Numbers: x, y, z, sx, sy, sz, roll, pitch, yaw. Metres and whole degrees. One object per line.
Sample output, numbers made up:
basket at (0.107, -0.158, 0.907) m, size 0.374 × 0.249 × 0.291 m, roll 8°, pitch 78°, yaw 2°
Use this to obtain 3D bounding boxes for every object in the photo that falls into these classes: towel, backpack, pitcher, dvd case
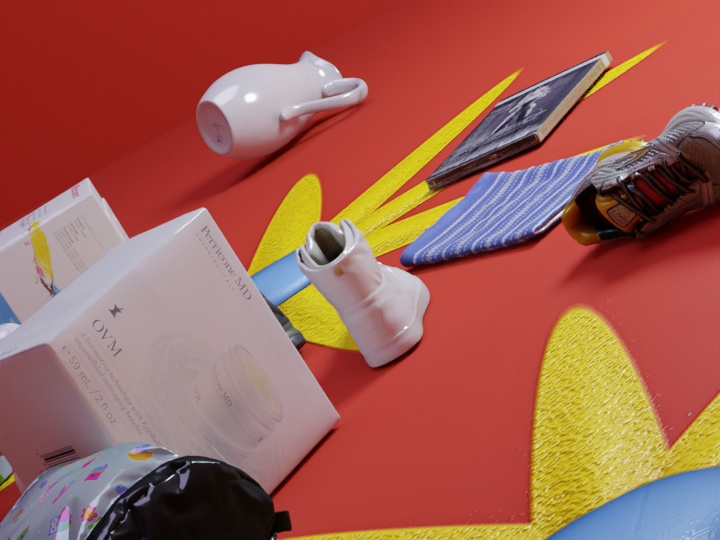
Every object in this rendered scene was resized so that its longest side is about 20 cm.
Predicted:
towel at (0.133, -0.058, 1.891) m, size 0.145 × 0.024 × 0.200 m, roll -41°, pitch 16°, yaw -32°
backpack at (-0.163, 0.191, 1.411) m, size 0.167 × 0.127 × 0.200 m, roll -43°, pitch 14°, yaw -31°
pitcher at (-0.105, -0.225, 2.878) m, size 0.200 × 0.121 × 0.172 m, roll -26°, pitch 23°, yaw -33°
dvd case at (0.165, -0.155, 2.197) m, size 0.149 × 0.016 × 0.200 m, roll -23°, pitch 16°, yaw 39°

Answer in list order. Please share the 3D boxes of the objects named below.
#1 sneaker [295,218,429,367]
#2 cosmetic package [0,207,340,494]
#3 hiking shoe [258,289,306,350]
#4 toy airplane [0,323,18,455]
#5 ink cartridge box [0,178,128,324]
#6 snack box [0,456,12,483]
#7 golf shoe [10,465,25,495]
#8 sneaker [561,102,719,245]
sneaker at (0.000, 0.000, 1.777) m, size 0.074 × 0.116 × 0.200 m, roll -33°, pitch 11°, yaw 4°
cosmetic package at (-0.152, 0.096, 1.576) m, size 0.123 × 0.199 × 0.200 m, roll -21°, pitch 17°, yaw 42°
hiking shoe at (-0.119, 0.040, 1.933) m, size 0.076 × 0.101 × 0.200 m, roll -37°, pitch 13°, yaw -23°
toy airplane at (-0.293, 0.112, 1.946) m, size 0.199 × 0.141 × 0.200 m, roll -27°, pitch 13°, yaw 20°
ink cartridge box at (-0.369, 0.006, 2.549) m, size 0.200 × 0.146 × 0.147 m, roll -33°, pitch 12°, yaw -3°
snack box at (-0.410, 0.121, 2.091) m, size 0.068 × 0.200 × 0.169 m, roll -22°, pitch 15°, yaw 36°
golf shoe at (-0.215, 0.138, 1.825) m, size 0.077 × 0.088 × 0.200 m, roll -20°, pitch 16°, yaw 49°
sneaker at (0.226, -0.061, 1.591) m, size 0.082 × 0.078 × 0.200 m, roll -44°, pitch 8°, yaw -30°
